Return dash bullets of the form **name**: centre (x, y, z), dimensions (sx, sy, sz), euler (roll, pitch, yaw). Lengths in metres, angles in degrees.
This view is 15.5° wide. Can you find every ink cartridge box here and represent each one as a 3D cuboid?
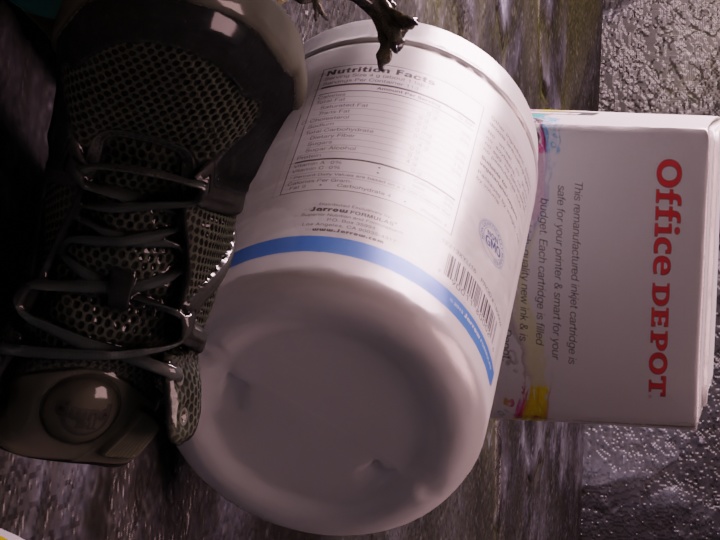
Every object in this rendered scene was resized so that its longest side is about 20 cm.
- **ink cartridge box**: centre (0.079, -0.007, 1.328), dimensions (0.146, 0.200, 0.147), euler (-29, 121, -78)

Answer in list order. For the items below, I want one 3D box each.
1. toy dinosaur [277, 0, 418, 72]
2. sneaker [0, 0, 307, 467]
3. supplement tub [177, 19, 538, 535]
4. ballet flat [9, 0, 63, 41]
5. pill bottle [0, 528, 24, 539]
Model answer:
- **toy dinosaur**: centre (-0.020, -0.124, 1.076), dimensions (0.047, 0.088, 0.200), euler (-51, -166, 36)
- **sneaker**: centre (-0.066, -0.010, 0.784), dimensions (0.199, 0.076, 0.114), euler (118, -17, -61)
- **supplement tub**: centre (0.000, 0.000, 1.087), dimensions (0.200, 0.132, 0.132), euler (-74, 163, -54)
- **ballet flat**: centre (-0.076, -0.099, 0.826), dimensions (0.200, 0.071, 0.071), euler (72, 22, -77)
- **pill bottle**: centre (-0.107, 0.111, 0.566), dimensions (0.200, 0.111, 0.111), euler (-12, 104, -80)
